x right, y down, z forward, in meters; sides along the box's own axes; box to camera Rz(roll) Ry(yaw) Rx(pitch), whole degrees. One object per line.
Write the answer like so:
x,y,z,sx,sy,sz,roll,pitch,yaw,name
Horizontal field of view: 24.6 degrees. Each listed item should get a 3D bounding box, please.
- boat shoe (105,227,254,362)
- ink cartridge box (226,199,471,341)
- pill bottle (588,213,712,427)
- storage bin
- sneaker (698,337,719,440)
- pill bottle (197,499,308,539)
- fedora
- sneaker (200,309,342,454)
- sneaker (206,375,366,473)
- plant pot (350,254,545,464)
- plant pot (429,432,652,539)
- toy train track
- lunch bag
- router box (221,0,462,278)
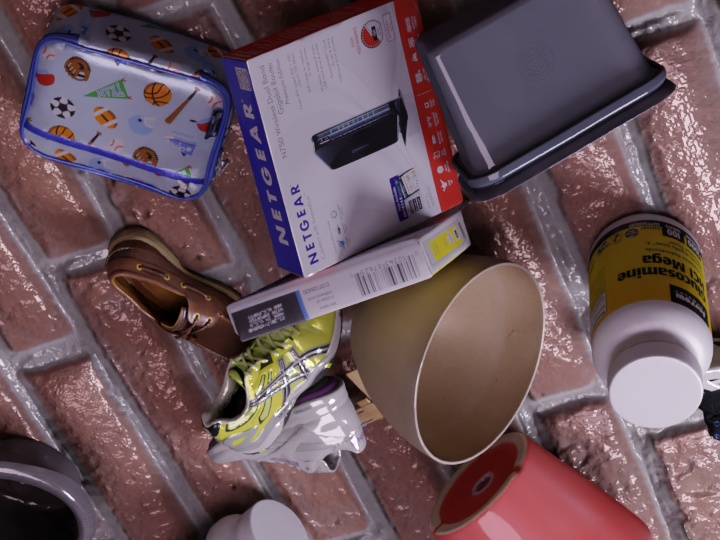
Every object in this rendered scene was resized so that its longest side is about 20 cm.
-0.177,0.041,1.666,0.199,0.068,0.072,38,122,-21,boat shoe
0.000,0.000,1.535,0.196,0.200,0.047,-21,92,21,ink cartridge box
0.269,0.047,1.538,0.111,0.201,0.113,3,128,4,pill bottle
0.146,-0.176,1.425,0.198,0.146,0.135,-29,108,2,storage bin
0.336,0.123,1.668,0.197,0.073,0.113,2,126,3,sneaker
-0.148,0.347,1.866,0.110,0.112,0.200,33,124,-18,pill bottle
-0.389,0.248,1.832,0.197,0.091,0.178,5,129,-6,fedora
-0.086,0.094,1.648,0.076,0.075,0.202,21,100,-52,sneaker
-0.081,0.182,1.733,0.199,0.075,0.100,-22,106,37,sneaker
0.068,0.068,1.605,0.134,0.200,0.202,23,138,37,plant pot
0.181,0.282,1.742,0.200,0.201,0.177,-37,105,29,plant pot
-0.001,0.146,1.751,0.199,0.033,0.115,-26,120,32,toy train track
-0.210,-0.148,1.525,0.198,0.076,0.161,18,129,-6,lunch bag
-0.012,-0.121,1.445,0.178,0.049,0.202,-26,114,-26,router box
